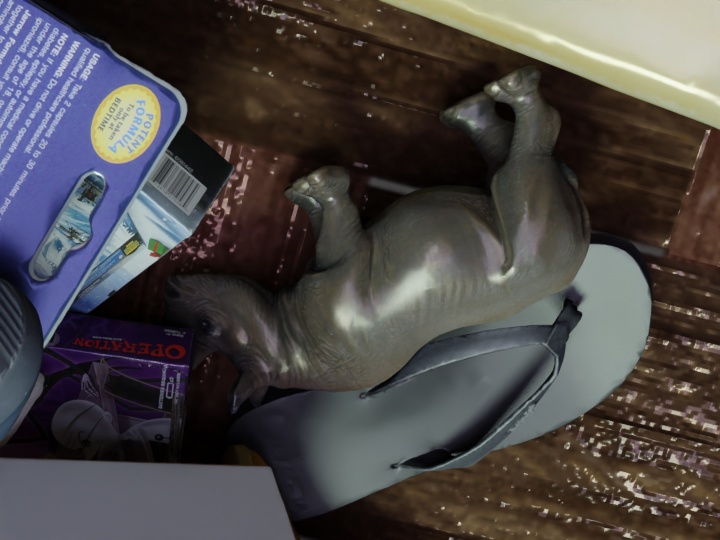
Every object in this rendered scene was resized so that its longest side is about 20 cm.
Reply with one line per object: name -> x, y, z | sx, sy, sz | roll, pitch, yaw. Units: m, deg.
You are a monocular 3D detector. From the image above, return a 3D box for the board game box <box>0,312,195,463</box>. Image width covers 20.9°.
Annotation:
board game box -> -0.137, 0.102, 0.805 | 0.119, 0.032, 0.201 | 10, 125, -1

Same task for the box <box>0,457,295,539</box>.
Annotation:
box -> -0.114, 0.169, 0.741 | 0.124, 0.098, 0.200 | 6, 137, -33

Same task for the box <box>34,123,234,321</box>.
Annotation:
box -> -0.160, -0.065, 0.733 | 0.200, 0.040, 0.137 | 41, 142, -14

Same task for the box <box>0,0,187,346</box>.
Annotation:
box -> -0.170, -0.060, 0.649 | 0.199, 0.032, 0.122 | 32, 94, -14

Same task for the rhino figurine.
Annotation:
rhino figurine -> 0.000, 0.000, 0.781 | 0.199, 0.060, 0.088 | -26, 91, 8

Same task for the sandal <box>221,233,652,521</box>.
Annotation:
sandal -> 0.036, 0.054, 0.816 | 0.199, 0.043, 0.076 | -29, 107, 7

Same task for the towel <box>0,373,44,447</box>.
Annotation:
towel -> -0.227, 0.071, 0.702 | 0.200, 0.034, 0.133 | -46, 118, -1

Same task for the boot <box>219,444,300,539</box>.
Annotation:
boot -> 0.010, 0.154, 0.834 | 0.143, 0.071, 0.203 | -5, 120, -7

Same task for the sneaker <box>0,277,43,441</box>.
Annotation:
sneaker -> -0.164, 0.080, 0.664 | 0.200, 0.070, 0.082 | -42, 143, 17

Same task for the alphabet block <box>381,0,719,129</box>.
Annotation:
alphabet block -> 0.071, -0.179, 0.642 | 0.199, 0.196, 0.197 | 22, 105, 6
